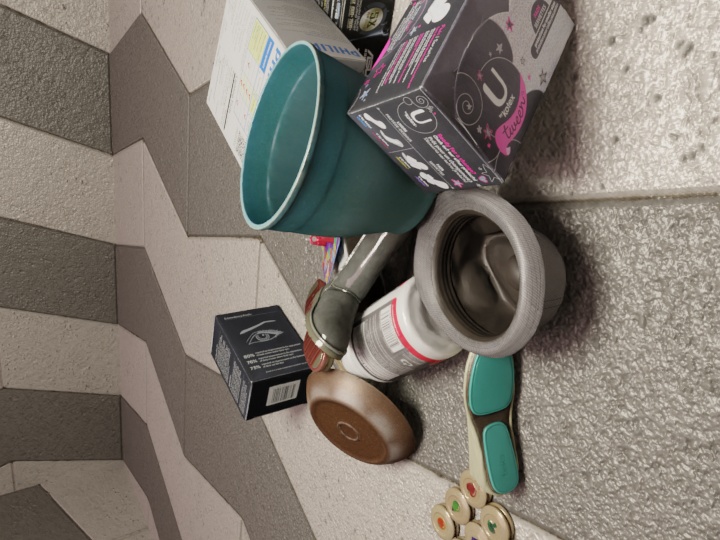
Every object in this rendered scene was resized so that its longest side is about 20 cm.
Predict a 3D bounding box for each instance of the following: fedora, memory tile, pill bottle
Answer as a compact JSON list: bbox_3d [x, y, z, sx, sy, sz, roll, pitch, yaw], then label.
[{"bbox_3d":[0.150,0.000,0.633,0.199,0.089,0.180,34,123,56],"label":"fedora"},{"bbox_3d":[0.168,0.379,0.747,0.201,0.017,0.155,57,139,32],"label":"memory tile"},{"bbox_3d":[0.050,0.089,0.784,0.200,0.109,0.113,-37,66,52],"label":"pill bottle"}]

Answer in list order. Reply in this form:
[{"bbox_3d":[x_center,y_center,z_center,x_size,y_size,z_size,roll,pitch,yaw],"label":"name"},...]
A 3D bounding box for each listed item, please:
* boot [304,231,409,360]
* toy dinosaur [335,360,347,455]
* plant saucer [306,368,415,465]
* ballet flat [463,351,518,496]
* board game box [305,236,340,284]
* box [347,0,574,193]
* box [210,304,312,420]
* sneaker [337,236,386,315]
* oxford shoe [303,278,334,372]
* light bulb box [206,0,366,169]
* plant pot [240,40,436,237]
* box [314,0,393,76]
[{"bbox_3d":[0.010,0.001,0.766,0.200,0.072,0.183,-46,23,18],"label":"boot"},{"bbox_3d":[-0.012,0.218,0.970,0.101,0.057,0.204,168,89,-73],"label":"toy dinosaur"},{"bbox_3d":[-0.011,0.236,0.877,0.198,0.037,0.203,23,138,22],"label":"plant saucer"},{"bbox_3d":[0.152,0.171,0.696,0.069,0.068,0.204,6,102,55],"label":"ballet flat"},{"bbox_3d":[-0.066,-0.075,0.919,0.201,0.038,0.161,109,160,-55],"label":"board game box"},{"bbox_3d":[0.103,-0.197,0.555,0.114,0.132,0.202,4,61,56],"label":"box"},{"bbox_3d":[-0.197,0.177,1.140,0.200,0.146,0.106,48,134,41],"label":"box"},{"bbox_3d":[0.000,0.000,0.898,0.085,0.071,0.204,-115,24,-72],"label":"sneaker"},{"bbox_3d":[-0.045,0.089,0.904,0.071,0.074,0.201,-53,22,28],"label":"oxford shoe"},{"bbox_3d":[-0.114,-0.260,0.794,0.201,0.123,0.200,58,138,32],"label":"light bulb box"},{"bbox_3d":[-0.016,-0.126,0.656,0.199,0.185,0.204,-27,57,52],"label":"plant pot"},{"bbox_3d":[-0.043,-0.320,0.866,0.163,0.085,0.204,36,125,47],"label":"box"}]
